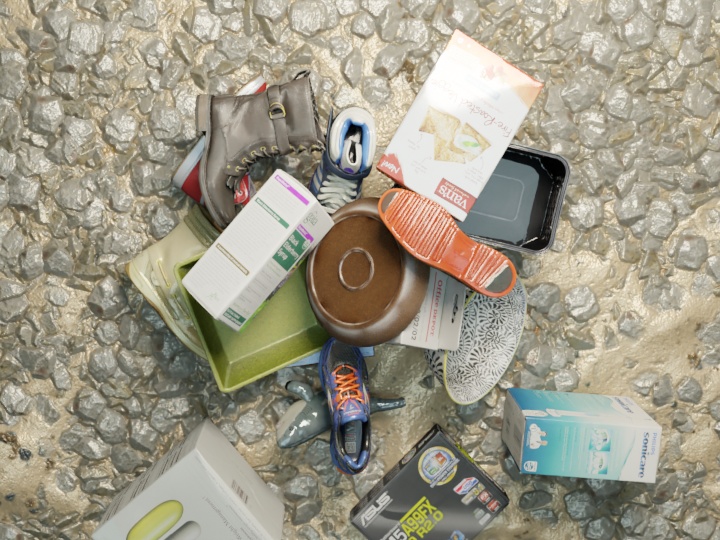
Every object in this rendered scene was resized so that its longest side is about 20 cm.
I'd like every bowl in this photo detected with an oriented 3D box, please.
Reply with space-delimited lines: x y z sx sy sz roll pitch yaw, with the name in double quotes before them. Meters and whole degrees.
"bowl" 0.148 0.082 1.265 0.093 0.199 0.204 24 99 37

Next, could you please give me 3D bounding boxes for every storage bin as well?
"storage bin" 0.172 -0.107 1.196 0.196 0.094 0.138 13 94 0

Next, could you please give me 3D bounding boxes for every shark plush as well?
"shark plush" -0.031 0.224 1.306 0.196 0.084 0.092 2 118 -15

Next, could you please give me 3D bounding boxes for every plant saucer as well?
"plant saucer" -0.145 0.043 1.249 0.197 0.048 0.203 -23 107 -14
"plant saucer" 0.000 0.000 1.168 0.197 0.032 0.204 -4 82 31

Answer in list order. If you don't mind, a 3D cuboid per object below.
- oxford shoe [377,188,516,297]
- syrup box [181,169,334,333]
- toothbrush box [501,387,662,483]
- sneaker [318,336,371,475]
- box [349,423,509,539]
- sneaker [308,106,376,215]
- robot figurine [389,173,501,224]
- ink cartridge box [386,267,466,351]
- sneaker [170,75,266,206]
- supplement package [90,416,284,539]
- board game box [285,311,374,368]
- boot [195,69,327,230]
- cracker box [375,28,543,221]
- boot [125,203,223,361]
"oxford shoe" 0.104 -0.029 1.111 0.199 0.073 0.072 38 85 2
"syrup box" -0.133 -0.025 1.155 0.081 0.079 0.200 40 86 24
"toothbrush box" 0.319 0.238 1.282 0.196 0.146 0.087 3 99 -3
"sneaker" -0.013 0.189 1.233 0.074 0.078 0.204 -10 87 -11
"box" 0.105 0.364 1.347 0.160 0.044 0.200 45 95 -7
"sneaker" -0.029 -0.129 1.222 0.079 0.147 0.203 16 97 -3
"robot figurine" 0.134 -0.108 1.273 0.198 0.058 0.146 -33 97 3
"ink cartridge box" 0.059 0.045 1.209 0.067 0.199 0.117 11 84 -30
"sneaker" -0.171 -0.171 1.251 0.112 0.071 0.201 40 103 -2
"supplement package" -0.247 0.369 1.289 0.199 0.147 0.192 -40 97 3
"board game box" -0.082 0.090 1.316 0.196 0.019 0.105 -7 99 0
"boot" -0.130 -0.162 1.181 0.171 0.069 0.204 -5 98 4
"cracker box" 0.124 -0.182 1.116 0.133 0.058 0.202 30 94 -2
"boot" -0.225 0.021 1.280 0.155 0.073 0.201 -40 95 3
